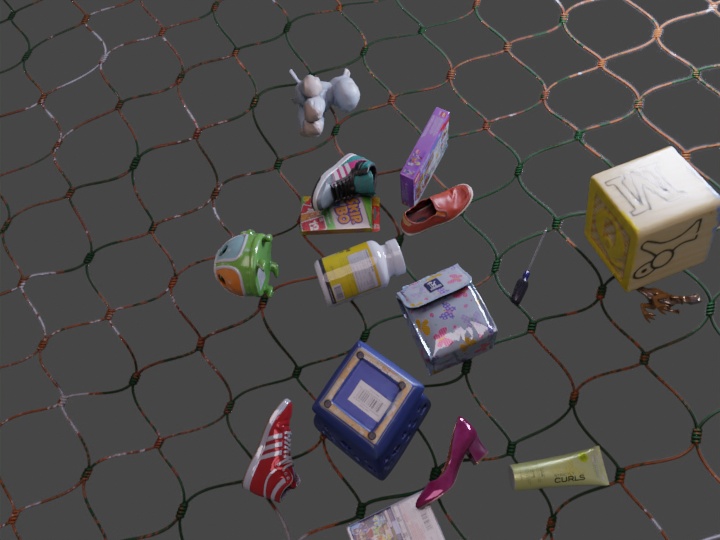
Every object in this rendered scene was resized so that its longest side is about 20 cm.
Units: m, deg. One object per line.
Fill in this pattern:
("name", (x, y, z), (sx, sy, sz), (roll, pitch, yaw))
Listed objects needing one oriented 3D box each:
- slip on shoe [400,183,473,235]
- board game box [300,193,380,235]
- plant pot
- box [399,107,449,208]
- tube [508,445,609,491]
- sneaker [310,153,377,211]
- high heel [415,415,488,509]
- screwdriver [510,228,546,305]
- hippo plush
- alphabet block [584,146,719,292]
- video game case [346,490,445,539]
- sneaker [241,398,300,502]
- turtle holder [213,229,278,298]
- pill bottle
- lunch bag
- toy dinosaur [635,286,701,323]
("slip on shoe", (0.184, -0.150, 1.631), (0.196, 0.062, 0.075), (-27, 65, -7))
("board game box", (-0.049, -0.138, 1.670), (0.194, 0.030, 0.098), (-1, 67, 2))
("plant pot", (0.020, 0.279, 1.402), (0.198, 0.181, 0.201), (33, 73, 18))
("box", (0.156, -0.269, 1.642), (0.038, 0.138, 0.203), (24, 71, 15))
("tube", (0.400, 0.406, 1.382), (0.194, 0.052, 0.060), (-6, 106, -2))
("sneaker", (-0.023, -0.202, 1.638), (0.118, 0.085, 0.201), (17, 52, 32))
("high heel", (0.168, 0.391, 1.392), (0.198, 0.068, 0.097), (-36, 78, -18))
("screwdriver", (0.392, -0.010, 1.572), (0.027, 0.029, 0.203), (23, 68, 15))
("hippo plush", (-0.084, -0.430, 1.756), (0.156, 0.164, 0.200), (-8, 22, -17))
("alphabet block", (0.624, -0.110, 1.477), (0.195, 0.198, 0.199), (-19, 48, -4))
("video game case", (0.088, 0.573, 1.357), (0.178, 0.023, 0.204), (-23, 68, -4))
("sneaker", (-0.160, 0.383, 1.435), (0.110, 0.071, 0.204), (19, 78, 18))
("turtle holder", (-0.265, -0.029, 1.583), (0.128, 0.142, 0.191), (0, 68, 7))
("pill bottle", (0.000, 0.000, 1.558), (0.195, 0.113, 0.114), (-20, 66, -3))
("lunch bag", (0.183, 0.097, 1.494), (0.166, 0.128, 0.203), (-20, 60, -5))
("toy dinosaur", (0.645, 0.056, 1.510), (0.195, 0.061, 0.107), (21, 44, 13))
